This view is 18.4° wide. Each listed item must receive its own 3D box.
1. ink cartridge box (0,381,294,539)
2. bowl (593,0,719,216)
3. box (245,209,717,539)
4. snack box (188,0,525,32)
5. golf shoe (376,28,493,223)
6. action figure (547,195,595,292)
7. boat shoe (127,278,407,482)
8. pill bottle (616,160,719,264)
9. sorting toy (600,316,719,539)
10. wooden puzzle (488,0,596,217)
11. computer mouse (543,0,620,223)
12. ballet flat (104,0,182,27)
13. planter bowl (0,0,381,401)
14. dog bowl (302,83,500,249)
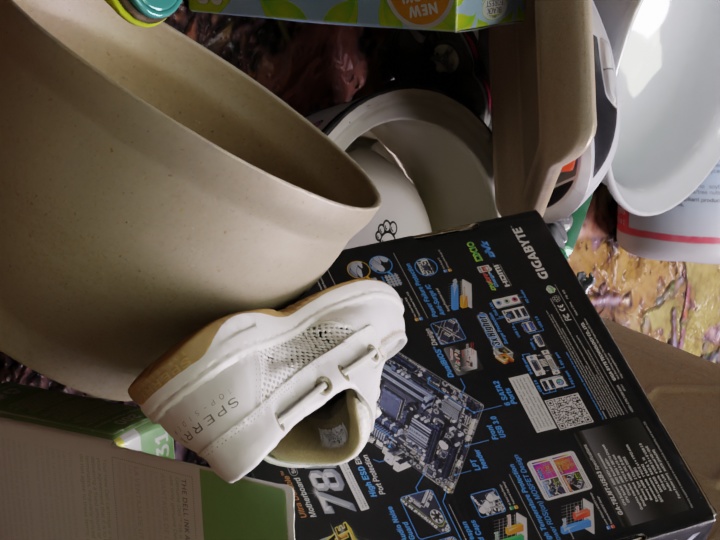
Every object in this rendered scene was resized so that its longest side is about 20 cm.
[{"bbox_3d":[-0.095,0.137,0.991,0.048,0.200,0.146,-25,117,-52],"label":"ink cartridge box"},{"bbox_3d":[0.164,-0.140,1.316,0.201,0.090,0.201,-37,140,-40],"label":"bowl"},{"bbox_3d":[0.033,0.073,1.038,0.198,0.200,0.050,-14,144,-19],"label":"box"},{"bbox_3d":[-0.003,-0.220,1.072,0.068,0.169,0.200,-18,111,-51],"label":"snack box"},{"bbox_3d":[0.069,-0.060,1.289,0.088,0.077,0.200,-38,127,-52],"label":"golf shoe"},{"bbox_3d":[0.101,0.001,1.359,0.118,0.055,0.200,27,73,-42],"label":"action figure"},{"bbox_3d":[-0.025,0.053,0.937,0.069,0.071,0.200,54,25,9],"label":"boat shoe"},{"bbox_3d":[0.227,-0.110,1.463,0.109,0.109,0.200,-11,105,-53],"label":"pill bottle"},{"bbox_3d":[0.115,0.093,1.130,0.200,0.185,0.036,-38,141,-43],"label":"sorting toy"},{"bbox_3d":[0.095,-0.127,1.117,0.200,0.037,0.185,115,-27,-80],"label":"wooden puzzle"},{"bbox_3d":[0.110,-0.122,1.218,0.044,0.110,0.200,4,76,-33],"label":"computer mouse"},{"bbox_3d":[-0.124,-0.207,0.991,0.067,0.067,0.200,-23,108,-48],"label":"ballet flat"},{"bbox_3d":[-0.111,-0.029,0.970,0.200,0.200,0.135,18,110,-54],"label":"planter bowl"},{"bbox_3d":[0.000,0.000,1.190,0.200,0.074,0.200,-6,99,-47],"label":"dog bowl"}]
